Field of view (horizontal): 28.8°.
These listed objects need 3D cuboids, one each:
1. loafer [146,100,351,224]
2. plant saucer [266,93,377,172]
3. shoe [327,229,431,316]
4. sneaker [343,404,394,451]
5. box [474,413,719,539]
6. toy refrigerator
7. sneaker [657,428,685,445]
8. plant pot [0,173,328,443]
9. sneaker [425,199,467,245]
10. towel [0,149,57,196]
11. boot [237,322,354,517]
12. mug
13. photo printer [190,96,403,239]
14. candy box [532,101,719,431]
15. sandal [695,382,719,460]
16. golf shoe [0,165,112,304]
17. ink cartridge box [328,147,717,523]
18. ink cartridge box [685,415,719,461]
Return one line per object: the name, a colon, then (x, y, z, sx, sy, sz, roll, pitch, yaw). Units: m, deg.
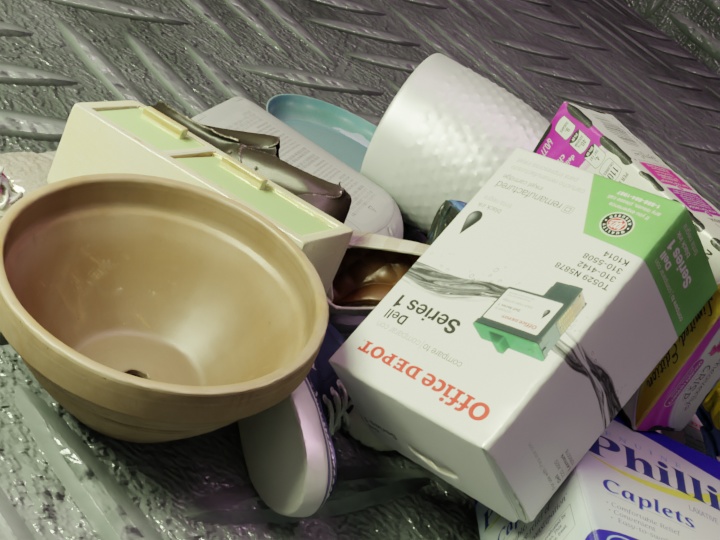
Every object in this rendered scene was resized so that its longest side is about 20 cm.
loafer: (-0.089, -0.070, 1.046, 0.200, 0.073, 0.071, 34, 61, 19)
plant saucer: (-0.009, -0.108, 1.382, 0.200, 0.027, 0.200, 27, 24, -13)
shoe: (0.000, 0.000, 1.050, 0.199, 0.070, 0.053, 4, -8, -4)
sneaker: (0.074, 0.066, 1.024, 0.200, 0.111, 0.077, 1, 37, -50)
box: (0.182, 0.192, 0.878, 0.183, 0.105, 0.200, 26, 22, -13)
toy refrigerator: (-0.110, -0.047, 0.963, 0.200, 0.070, 0.076, 31, 20, 20)
sneaker: (0.216, 0.057, 1.023, 0.075, 0.079, 0.201, 30, 45, -41)
plant pot: (-0.126, 0.035, 0.838, 0.200, 0.093, 0.201, 14, 36, -10)
sneaker: (0.122, 0.015, 1.114, 0.078, 0.076, 0.200, -4, 42, -41)
towel: (-0.173, -0.027, 1.008, 0.200, 0.035, 0.132, 39, 23, 18)
boot: (-0.031, 0.084, 0.905, 0.090, 0.073, 0.200, 11, 29, -28)
mug: (0.111, -0.080, 1.271, 0.175, 0.148, 0.200, 31, -13, 12)
photo printer: (-0.059, -0.058, 1.163, 0.200, 0.070, 0.166, 33, 23, 3)
candy box: (0.181, -0.004, 0.970, 0.061, 0.137, 0.200, 6, 33, -44)
sandal: (0.277, 0.104, 1.065, 0.079, 0.087, 0.200, -8, 33, -2)
golf shoe: (-0.233, -0.031, 0.867, 0.199, 0.092, 0.075, 17, 25, -29)
ink cartridge box: (0.100, 0.035, 0.874, 0.146, 0.200, 0.084, 24, -25, 43)
ink cartridge box: (0.246, 0.166, 1.092, 0.116, 0.068, 0.200, 26, 25, -11)
